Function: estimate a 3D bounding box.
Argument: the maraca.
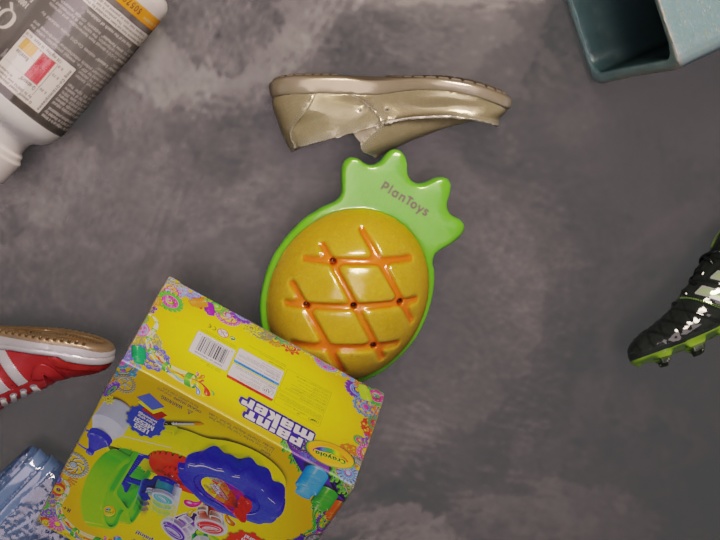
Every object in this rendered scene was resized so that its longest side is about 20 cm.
[{"bbox_3d":[0.000,0.000,1.398,0.137,0.107,0.201,29,96,-14],"label":"maraca"}]

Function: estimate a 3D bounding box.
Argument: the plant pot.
[{"bbox_3d":[0.272,-0.277,1.349,0.199,0.196,0.197,-21,96,-10],"label":"plant pot"}]

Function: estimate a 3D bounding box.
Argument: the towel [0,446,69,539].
[{"bbox_3d":[-0.241,0.249,1.445,0.112,0.049,0.200,-43,95,2],"label":"towel"}]

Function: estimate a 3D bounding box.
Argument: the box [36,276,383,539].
[{"bbox_3d":[-0.119,0.149,1.366,0.199,0.122,0.193,28,124,-5],"label":"box"}]

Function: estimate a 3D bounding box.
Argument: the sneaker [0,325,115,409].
[{"bbox_3d":[-0.301,0.103,1.415,0.199,0.071,0.113,2,92,5],"label":"sneaker"}]

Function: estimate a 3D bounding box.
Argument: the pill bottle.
[{"bbox_3d":[-0.257,-0.174,1.367,0.116,0.116,0.200,42,92,-6],"label":"pill bottle"}]

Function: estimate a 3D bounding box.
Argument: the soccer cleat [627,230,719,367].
[{"bbox_3d":[0.304,0.013,1.442,0.199,0.068,0.081,-30,79,0],"label":"soccer cleat"}]

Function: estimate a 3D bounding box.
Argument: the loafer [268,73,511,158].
[{"bbox_3d":[0.024,-0.127,1.408,0.199,0.076,0.069,2,97,7],"label":"loafer"}]
